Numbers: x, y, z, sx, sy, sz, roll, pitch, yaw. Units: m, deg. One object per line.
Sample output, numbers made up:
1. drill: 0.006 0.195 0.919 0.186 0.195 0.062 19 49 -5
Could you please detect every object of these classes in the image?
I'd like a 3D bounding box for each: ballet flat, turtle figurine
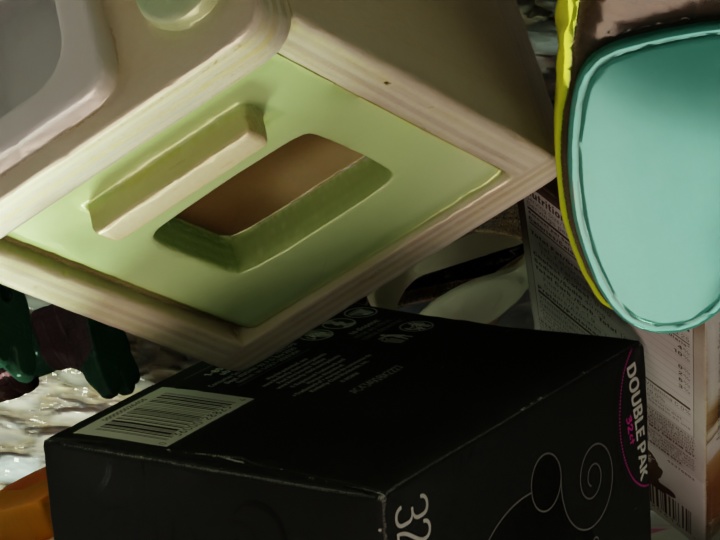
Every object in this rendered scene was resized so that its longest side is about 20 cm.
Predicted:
1. ballet flat: 0.000 0.000 0.967 0.200 0.067 0.068 -17 148 34
2. turtle figurine: -0.193 0.063 1.065 0.200 0.101 0.150 -29 176 24
3. ballet flat: 0.080 -0.080 0.729 0.067 0.067 0.200 -6 124 5

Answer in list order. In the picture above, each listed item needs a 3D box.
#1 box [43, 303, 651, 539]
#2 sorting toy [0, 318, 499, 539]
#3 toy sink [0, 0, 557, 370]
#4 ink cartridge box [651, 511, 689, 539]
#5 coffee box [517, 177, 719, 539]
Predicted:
1. box: 0.004 0.129 0.826 0.124 0.200 0.148 6 -160 34
2. sorting toy: -0.066 0.068 1.037 0.200 0.037 0.185 -22 -173 42
3. toy sink: -0.058 -0.064 0.737 0.130 0.112 0.200 -32 147 25
4. ink cartridge box: 0.078 0.128 1.000 0.196 0.043 0.200 -9 -176 30
5. coffee box: 0.120 -0.004 0.882 0.080 0.114 0.200 39 164 22
